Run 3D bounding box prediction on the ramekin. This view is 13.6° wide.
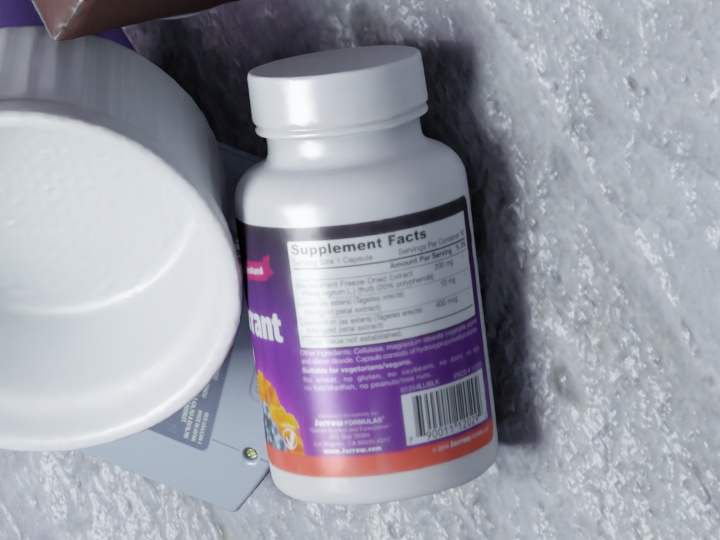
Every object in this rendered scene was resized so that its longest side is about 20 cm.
[{"bbox_3d":[-0.155,-0.019,1.433,0.098,0.200,0.201,-91,15,-52],"label":"ramekin"}]

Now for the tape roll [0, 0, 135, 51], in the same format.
[{"bbox_3d":[-0.192,-0.049,1.554,0.085,0.199,0.200,55,141,44],"label":"tape roll"}]

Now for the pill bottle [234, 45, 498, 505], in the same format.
[{"bbox_3d":[0.000,0.000,1.413,0.111,0.111,0.201,7,108,50],"label":"pill bottle"}]

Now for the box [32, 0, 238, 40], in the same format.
[{"bbox_3d":[-0.073,-0.237,1.373,0.165,0.166,0.200,61,140,14],"label":"box"}]

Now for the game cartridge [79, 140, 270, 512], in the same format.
[{"bbox_3d":[-0.082,0.024,1.539,0.133,0.042,0.200,19,123,5],"label":"game cartridge"}]
